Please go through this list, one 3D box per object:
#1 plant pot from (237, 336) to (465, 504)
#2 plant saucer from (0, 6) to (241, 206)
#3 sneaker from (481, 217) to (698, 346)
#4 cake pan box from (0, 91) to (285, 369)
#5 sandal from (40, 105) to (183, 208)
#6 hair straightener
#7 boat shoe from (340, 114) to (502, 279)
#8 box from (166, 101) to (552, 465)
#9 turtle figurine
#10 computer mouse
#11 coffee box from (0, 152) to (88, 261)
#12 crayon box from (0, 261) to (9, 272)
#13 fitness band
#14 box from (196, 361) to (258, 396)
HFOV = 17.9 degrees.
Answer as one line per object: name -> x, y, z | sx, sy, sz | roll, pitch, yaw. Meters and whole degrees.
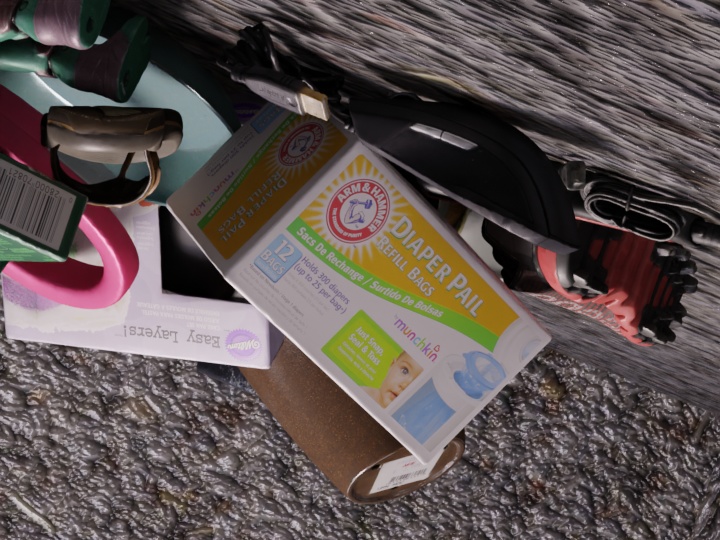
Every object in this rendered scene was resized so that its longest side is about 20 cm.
plant pot -> -0.004, 0.060, 1.664 | 0.187, 0.186, 0.201 | 24, -143, -59
plant saucer -> -0.149, -0.107, 1.375 | 0.199, 0.036, 0.200 | 21, 156, 10
sneaker -> 0.138, -0.007, 1.403 | 0.097, 0.071, 0.200 | 18, 175, 33
cake pan box -> -0.141, -0.032, 1.508 | 0.199, 0.185, 0.052 | 7, -148, 10
sandal -> -0.135, -0.061, 1.256 | 0.081, 0.055, 0.200 | -2, -178, -7
hair straightener -> 0.124, -0.034, 1.258 | 0.199, 0.041, 0.077 | 20, 178, 9
boat shoe -> 0.040, -0.039, 1.447 | 0.199, 0.075, 0.068 | 22, -178, -28
box -> 0.000, 0.000, 1.330 | 0.200, 0.113, 0.101 | 43, -178, -35
turtle figurine -> -0.216, -0.137, 1.191 | 0.199, 0.101, 0.150 | 12, 179, 16
computer mouse -> 0.023, -0.076, 1.161 | 0.199, 0.046, 0.140 | 32, -173, 26
coffee box -> -0.258, -0.060, 1.225 | 0.199, 0.044, 0.123 | 26, 166, -32
crayon box -> -0.285, -0.088, 1.351 | 0.125, 0.052, 0.201 | 17, 148, 31
fitness band -> -0.223, -0.051, 1.435 | 0.200, 0.038, 0.144 | 40, 146, -10
box -> -0.022, 0.023, 1.901 | 0.117, 0.198, 0.200 | 22, 177, -26
